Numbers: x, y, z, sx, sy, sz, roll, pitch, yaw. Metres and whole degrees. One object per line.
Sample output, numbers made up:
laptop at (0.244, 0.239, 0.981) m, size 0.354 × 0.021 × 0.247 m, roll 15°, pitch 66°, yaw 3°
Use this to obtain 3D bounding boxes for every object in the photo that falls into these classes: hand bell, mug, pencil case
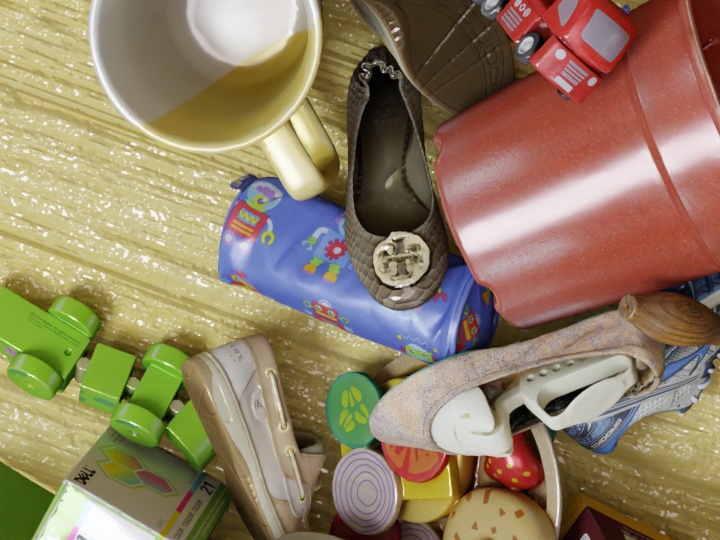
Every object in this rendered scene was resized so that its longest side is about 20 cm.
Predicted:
hand bell at (0.244, 0.041, 1.558) m, size 0.200 × 0.104 × 0.104 m, roll 15°, pitch 107°, yaw -37°
mug at (-0.088, -0.145, 1.588) m, size 0.149 × 0.153 × 0.187 m, roll 2°, pitch 103°, yaw 6°
pencil case at (0.000, 0.000, 1.622) m, size 0.200 × 0.078 × 0.087 m, roll 22°, pitch 68°, yaw 23°

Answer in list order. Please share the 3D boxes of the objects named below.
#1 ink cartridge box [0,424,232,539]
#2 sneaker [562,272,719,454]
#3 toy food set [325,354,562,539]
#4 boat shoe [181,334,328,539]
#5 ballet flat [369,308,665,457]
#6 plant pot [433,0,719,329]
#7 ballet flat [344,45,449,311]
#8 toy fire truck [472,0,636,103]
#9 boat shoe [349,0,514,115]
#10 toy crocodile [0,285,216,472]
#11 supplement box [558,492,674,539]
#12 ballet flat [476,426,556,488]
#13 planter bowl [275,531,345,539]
ink cartridge box at (-0.201, 0.152, 1.668) m, size 0.200 × 0.148 × 0.076 m, roll 31°, pitch 104°, yaw 0°
sneaker at (0.209, 0.047, 1.639) m, size 0.200 × 0.077 × 0.085 m, roll -38°, pitch 124°, yaw 1°
toy food set at (0.053, 0.151, 1.643) m, size 0.198 × 0.049 × 0.200 m, roll -7°, pitch 88°, yaw 42°
boat shoe at (-0.057, 0.133, 1.676) m, size 0.069 × 0.074 × 0.200 m, roll -29°, pitch 121°, yaw -16°
ballet flat at (0.102, 0.080, 1.549) m, size 0.200 × 0.067 × 0.068 m, roll -23°, pitch 131°, yaw 7°
plant pot at (0.164, -0.065, 1.563) m, size 0.195 × 0.201 × 0.201 m, roll -23°, pitch 98°, yaw 19°
ballet flat at (0.020, -0.066, 1.585) m, size 0.067 × 0.046 × 0.200 m, roll -5°, pitch 58°, yaw 3°
toy fire truck at (0.137, -0.202, 1.523) m, size 0.049 × 0.200 × 0.141 m, roll 36°, pitch 104°, yaw -31°
boat shoe at (0.030, -0.181, 1.588) m, size 0.072 × 0.065 × 0.200 m, roll -42°, pitch 123°, yaw 6°
toy crocodile at (-0.182, 0.074, 1.697) m, size 0.200 × 0.062 × 0.068 m, roll 27°, pitch 65°, yaw 0°
supplement box at (0.210, 0.282, 1.589) m, size 0.197 × 0.200 × 0.133 m, roll 28°, pitch 105°, yaw -21°
ballet flat at (0.088, 0.171, 1.683) m, size 0.071 × 0.069 × 0.200 m, roll 15°, pitch 103°, yaw 22°
planter bowl at (-0.040, 0.260, 1.610) m, size 0.200 × 0.135 × 0.200 m, roll 18°, pitch 138°, yaw 17°
